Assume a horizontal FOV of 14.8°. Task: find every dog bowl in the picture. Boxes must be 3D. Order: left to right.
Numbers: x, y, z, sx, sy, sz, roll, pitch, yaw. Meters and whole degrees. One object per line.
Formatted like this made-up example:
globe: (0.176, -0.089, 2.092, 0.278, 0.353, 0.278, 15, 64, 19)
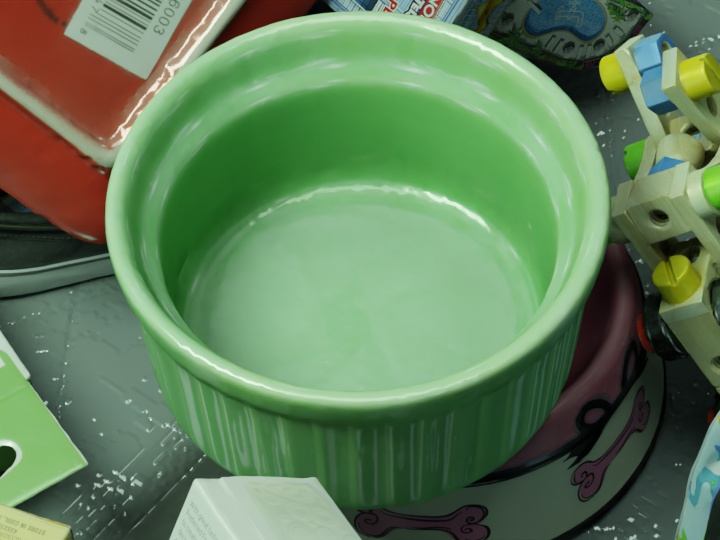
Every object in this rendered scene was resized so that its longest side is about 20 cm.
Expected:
dog bowl: (0.036, 0.028, 1.212, 0.200, 0.074, 0.200, -1, 52, 1)

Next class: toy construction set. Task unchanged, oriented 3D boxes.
toy construction set: (0.171, -0.003, 1.194, 0.200, 0.092, 0.131, 38, 43, -22)

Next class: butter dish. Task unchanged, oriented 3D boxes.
butter dish: (-0.138, -0.147, 1.214, 0.200, 0.199, 0.148, -53, 28, -1)

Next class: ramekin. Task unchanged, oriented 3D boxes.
ramekin: (0.000, 0.000, 1.127, 0.199, 0.098, 0.200, -1, 53, 1)

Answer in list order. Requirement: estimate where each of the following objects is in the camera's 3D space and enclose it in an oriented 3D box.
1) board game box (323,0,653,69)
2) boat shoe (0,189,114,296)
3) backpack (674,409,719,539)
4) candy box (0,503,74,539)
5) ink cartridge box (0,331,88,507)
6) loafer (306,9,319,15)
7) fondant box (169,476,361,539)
board game box: (0.030, -0.147, 1.287, 0.200, 0.062, 0.200, 17, 24, -40)
boat shoe: (-0.099, -0.045, 1.277, 0.199, 0.066, 0.070, -12, 53, -7)
backpack: (0.224, 0.113, 1.071, 0.199, 0.183, 0.147, -9, 53, -12)
candy box: (-0.170, 0.199, 1.058, 0.055, 0.116, 0.200, 16, 54, 15)
ink cartridge box: (-0.206, 0.054, 1.207, 0.104, 0.059, 0.200, -28, 56, -18)
loafer: (-0.008, -0.107, 1.310, 0.200, 0.072, 0.063, 16, 80, 16)
fondant box: (-0.040, 0.195, 0.992, 0.058, 0.200, 0.144, 2, 33, -35)
